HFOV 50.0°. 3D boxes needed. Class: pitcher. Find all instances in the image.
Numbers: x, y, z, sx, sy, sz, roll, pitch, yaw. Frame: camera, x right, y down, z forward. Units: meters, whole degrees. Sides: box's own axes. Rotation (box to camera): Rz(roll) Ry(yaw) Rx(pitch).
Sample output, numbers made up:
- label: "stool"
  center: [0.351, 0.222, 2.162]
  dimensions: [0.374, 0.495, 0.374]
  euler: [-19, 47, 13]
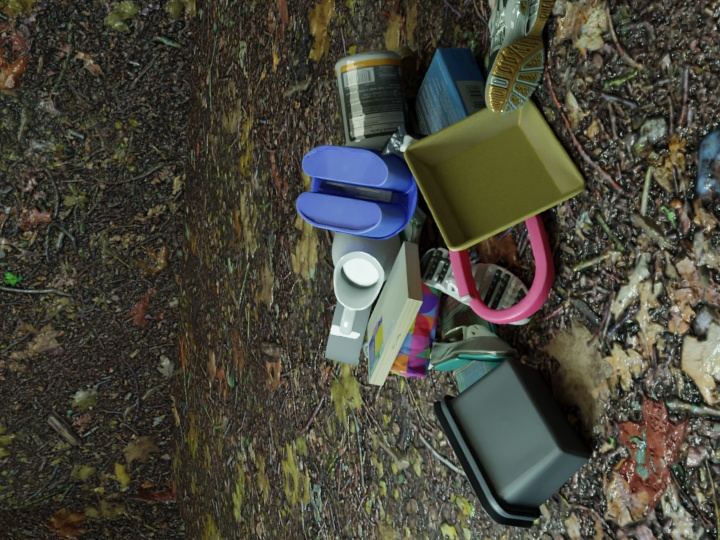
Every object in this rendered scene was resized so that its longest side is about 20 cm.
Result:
- label: "pitcher"
  center: [0.000, 0.000, 1.334]
  dimensions: [0.201, 0.120, 0.173]
  euler: [-75, 2, -62]

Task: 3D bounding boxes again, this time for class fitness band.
- label: "fitness band"
  center: [0.198, -0.025, 1.101]
  dimensions: [0.143, 0.037, 0.202]
  euler: [-23, 64, 30]

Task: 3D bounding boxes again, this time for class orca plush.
- label: "orca plush"
  center: [0.121, -0.150, 1.182]
  dimensions: [0.071, 0.198, 0.106]
  euler: [-148, 75, -76]

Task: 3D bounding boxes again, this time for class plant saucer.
- label: "plant saucer"
  center: [0.184, -0.131, 1.078]
  dimensions: [0.049, 0.198, 0.201]
  euler: [57, -171, -56]

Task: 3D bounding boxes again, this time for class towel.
- label: "towel"
  center: [0.071, -0.074, 1.411]
  dimensions: [0.201, 0.030, 0.150]
  euler: [94, 156, -50]
- label: "towel"
  center: [0.181, 0.121, 1.250]
  dimensions: [0.147, 0.021, 0.202]
  euler: [128, 133, -54]

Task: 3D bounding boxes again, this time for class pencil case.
- label: "pencil case"
  center: [0.096, 0.079, 1.295]
  dimensions: [0.088, 0.088, 0.202]
  euler: [5, 80, 64]

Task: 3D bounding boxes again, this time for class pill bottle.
- label: "pill bottle"
  center: [0.024, -0.258, 1.302]
  dimensions: [0.116, 0.115, 0.203]
  euler: [2, 100, 65]

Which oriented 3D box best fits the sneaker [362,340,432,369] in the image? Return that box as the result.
- label: "sneaker"
  center: [0.066, 0.147, 1.406]
  dimensions: [0.200, 0.098, 0.079]
  euler: [157, 108, -63]

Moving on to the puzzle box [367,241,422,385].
- label: "puzzle box"
  center: [0.052, 0.070, 1.238]
  dimensions: [0.134, 0.025, 0.201]
  euler: [-91, 18, -48]

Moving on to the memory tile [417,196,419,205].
- label: "memory tile"
  center: [0.049, -0.188, 1.424]
  dimensions: [0.201, 0.017, 0.154]
  euler: [54, 155, 32]

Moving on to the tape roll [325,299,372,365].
- label: "tape roll"
  center: [-0.013, 0.080, 1.501]
  dimensions: [0.200, 0.065, 0.203]
  euler: [15, -90, -89]

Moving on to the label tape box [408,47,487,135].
- label: "label tape box"
  center: [0.140, -0.236, 1.251]
  dimensions: [0.201, 0.065, 0.145]
  euler: [112, 146, -57]

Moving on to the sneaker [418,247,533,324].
- label: "sneaker"
  center: [0.183, 0.028, 1.172]
  dimensions: [0.199, 0.081, 0.076]
  euler: [29, 85, 37]

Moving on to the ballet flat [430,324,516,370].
- label: "ballet flat"
  center: [0.167, 0.114, 1.185]
  dimensions: [0.200, 0.067, 0.065]
  euler: [155, 122, -62]

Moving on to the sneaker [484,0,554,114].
- label: "sneaker"
  center: [0.215, -0.322, 1.086]
  dimensions: [0.088, 0.075, 0.202]
  euler: [-138, 61, -65]

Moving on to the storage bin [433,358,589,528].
- label: "storage bin"
  center: [0.220, 0.231, 1.071]
  dimensions: [0.134, 0.145, 0.201]
  euler: [-45, 46, 22]

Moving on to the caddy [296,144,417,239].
- label: "caddy"
  center: [-0.006, -0.127, 1.232]
  dimensions: [0.198, 0.105, 0.143]
  euler: [13, 96, 28]

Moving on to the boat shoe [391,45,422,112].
- label: "boat shoe"
  center: [0.077, -0.298, 1.384]
  dimensions: [0.063, 0.073, 0.202]
  euler: [47, 144, 46]
